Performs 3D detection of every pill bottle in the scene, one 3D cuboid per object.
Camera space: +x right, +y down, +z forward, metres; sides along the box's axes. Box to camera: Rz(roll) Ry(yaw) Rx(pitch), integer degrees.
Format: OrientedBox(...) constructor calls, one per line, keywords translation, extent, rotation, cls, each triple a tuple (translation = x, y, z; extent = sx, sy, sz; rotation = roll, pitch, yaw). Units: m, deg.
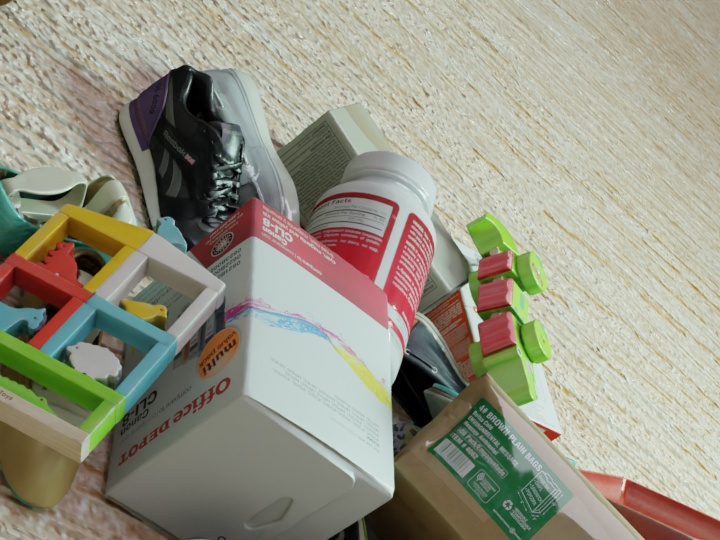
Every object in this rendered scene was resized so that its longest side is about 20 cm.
OrientedBox(translation=(0.000, 0.000, 1.306), extent=(0.112, 0.112, 0.201), rotation=(40, 49, -25), cls="pill bottle")

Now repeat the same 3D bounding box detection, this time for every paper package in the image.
OrientedBox(translation=(0.107, 0.199, 1.160), extent=(0.103, 0.191, 0.200), rotation=(-41, 82, -21), cls="paper package")

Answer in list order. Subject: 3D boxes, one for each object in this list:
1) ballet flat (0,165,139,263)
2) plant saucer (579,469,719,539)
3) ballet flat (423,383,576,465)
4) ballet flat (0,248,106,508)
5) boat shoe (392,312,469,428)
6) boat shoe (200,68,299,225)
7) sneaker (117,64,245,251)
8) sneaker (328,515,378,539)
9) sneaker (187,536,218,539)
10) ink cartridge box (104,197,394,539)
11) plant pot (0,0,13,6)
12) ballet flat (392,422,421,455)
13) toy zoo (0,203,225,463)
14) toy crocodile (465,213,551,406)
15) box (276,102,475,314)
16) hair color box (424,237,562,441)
OrientedBox(translation=(-0.207, -0.039, 1.125), extent=(0.200, 0.070, 0.068), rotation=(5, 53, -56), cls="ballet flat")
OrientedBox(translation=(0.282, 0.244, 1.510), extent=(0.199, 0.037, 0.199), rotation=(22, 4, 40), cls="plant saucer")
OrientedBox(translation=(0.114, 0.158, 1.308), extent=(0.200, 0.064, 0.067), rotation=(32, -7, -41), cls="ballet flat")
OrientedBox(translation=(-0.199, 0.062, 1.031), extent=(0.068, 0.063, 0.201), rotation=(33, 34, -34), cls="ballet flat")
OrientedBox(translation=(0.076, 0.128, 1.377), extent=(0.201, 0.074, 0.062), rotation=(55, 39, -13), cls="boat shoe")
OrientedBox(translation=(-0.112, -0.089, 1.351), extent=(0.071, 0.070, 0.202), rotation=(-1, 58, -35), cls="boat shoe")
OrientedBox(translation=(-0.129, -0.076, 1.271), extent=(0.076, 0.087, 0.201), rotation=(5, 55, -56), cls="sneaker")
OrientedBox(translation=(-0.001, 0.234, 1.155), extent=(0.081, 0.074, 0.201), rotation=(24, 44, -60), cls="sneaker")
OrientedBox(translation=(-0.051, 0.253, 1.032), extent=(0.199, 0.077, 0.086), rotation=(23, 52, -17), cls="sneaker")
OrientedBox(translation=(-0.075, 0.086, 1.108), extent=(0.144, 0.145, 0.201), rotation=(37, 31, -29), cls="ink cartridge box")
OrientedBox(translation=(-0.277, -0.309, 1.233), extent=(0.186, 0.186, 0.201), rotation=(38, 44, -28), cls="plant pot")
OrientedBox(translation=(0.068, 0.217, 1.275), extent=(0.201, 0.072, 0.072), rotation=(57, 27, 9), cls="ballet flat")
OrientedBox(translation=(-0.178, 0.027, 1.017), extent=(0.131, 0.021, 0.200), rotation=(25, 45, 13), cls="toy zoo")
OrientedBox(translation=(0.127, 0.037, 1.395), extent=(0.062, 0.067, 0.201), rotation=(47, 33, -44), cls="toy crocodile")
OrientedBox(translation=(0.009, -0.046, 1.451), extent=(0.201, 0.095, 0.078), rotation=(57, 26, 3), cls="box")
OrientedBox(translation=(0.117, 0.075, 1.516), extent=(0.111, 0.064, 0.201), rotation=(27, 39, -40), cls="hair color box")
